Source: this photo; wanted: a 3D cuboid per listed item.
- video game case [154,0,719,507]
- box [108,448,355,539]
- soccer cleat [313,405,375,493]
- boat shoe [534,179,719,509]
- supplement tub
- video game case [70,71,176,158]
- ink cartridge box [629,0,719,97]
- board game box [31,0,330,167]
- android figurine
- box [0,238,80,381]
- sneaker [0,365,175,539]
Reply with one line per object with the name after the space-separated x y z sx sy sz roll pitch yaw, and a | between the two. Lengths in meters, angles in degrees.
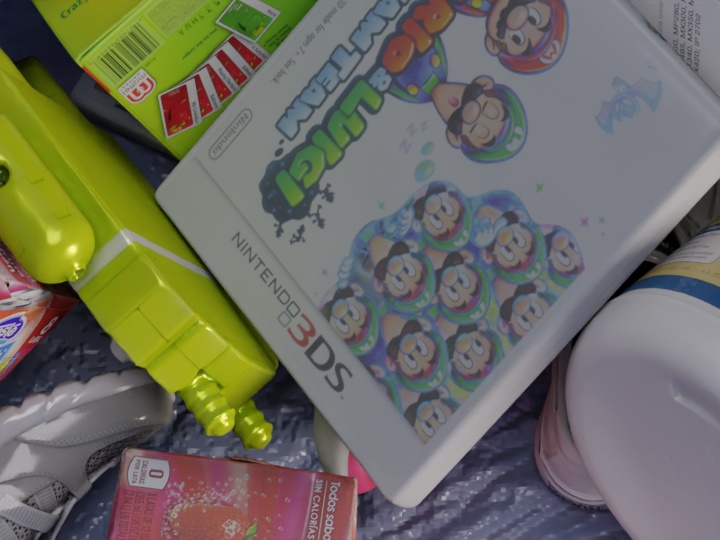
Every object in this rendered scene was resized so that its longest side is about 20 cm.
0.030 -0.041 1.104 0.200 0.024 0.182 -48 59 14 | video game case
-0.059 0.181 1.086 0.095 0.100 0.201 7 68 2 | box
0.000 0.000 1.190 0.086 0.070 0.201 10 63 15 | soccer cleat
0.124 0.002 1.186 0.073 0.065 0.201 12 69 4 | boat shoe
0.194 0.028 1.104 0.200 0.145 0.145 -36 73 -28 | supplement tub
-0.007 -0.114 1.197 0.199 0.023 0.183 24 79 34 | video game case
0.214 -0.092 1.063 0.144 0.085 0.200 -19 31 -30 | ink cartridge box
-0.027 -0.140 1.144 0.200 0.102 0.048 -40 54 4 | board game box
-0.100 -0.011 1.129 0.041 0.182 0.200 -39 74 6 | android figurine
-0.218 -0.028 1.102 0.100 0.095 0.200 -44 77 6 | box
-0.153 0.113 1.146 0.199 0.075 0.082 -36 87 -7 | sneaker
